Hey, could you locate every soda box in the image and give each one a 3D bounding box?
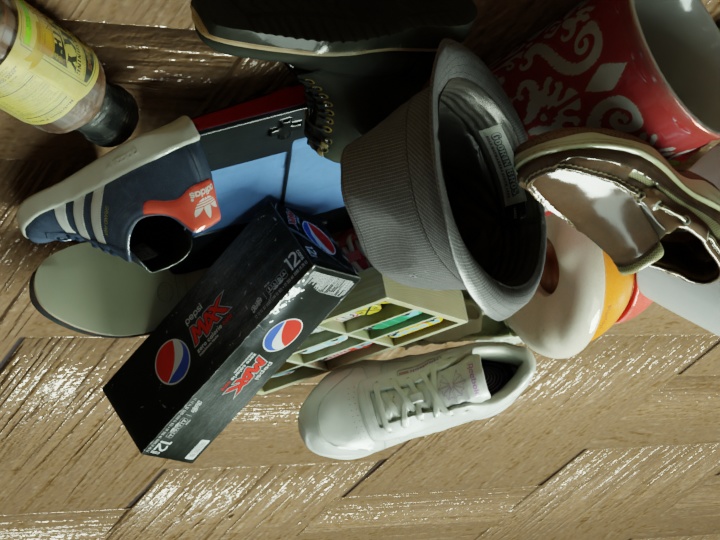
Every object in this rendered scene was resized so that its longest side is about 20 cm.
[{"bbox_3d":[-0.095,0.046,1.690,0.200,0.071,0.063,-47,147,18],"label":"soda box"}]

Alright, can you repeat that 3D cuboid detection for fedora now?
[{"bbox_3d":[0.047,-0.051,1.499,0.090,0.179,0.200,-11,165,23],"label":"fedora"}]

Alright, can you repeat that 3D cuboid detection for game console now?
[{"bbox_3d":[-0.053,-0.069,1.650,0.176,0.031,0.200,-20,156,-16],"label":"game console"}]

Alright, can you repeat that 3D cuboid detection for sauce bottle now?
[{"bbox_3d":[-0.199,-0.123,1.435,0.064,0.065,0.200,-24,160,14],"label":"sauce bottle"}]

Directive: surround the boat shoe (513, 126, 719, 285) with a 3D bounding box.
[{"bbox_3d":[0.182,-0.037,1.541,0.201,0.075,0.074,15,147,-42],"label":"boat shoe"}]

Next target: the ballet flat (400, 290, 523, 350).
[{"bbox_3d":[0.099,0.036,1.883,0.198,0.072,0.072,-7,154,-13],"label":"ballet flat"}]

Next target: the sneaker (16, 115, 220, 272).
[{"bbox_3d":[-0.163,-0.033,1.568,0.075,0.085,0.199,-27,-177,-36],"label":"sneaker"}]

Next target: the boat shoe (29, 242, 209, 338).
[{"bbox_3d":[-0.163,0.014,1.734,0.199,0.072,0.062,-3,178,-37],"label":"boat shoe"}]

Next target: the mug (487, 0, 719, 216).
[{"bbox_3d":[0.160,-0.105,1.628,0.199,0.135,0.177,-29,151,31],"label":"mug"}]

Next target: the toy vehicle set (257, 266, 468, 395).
[{"bbox_3d":[-0.033,0.047,1.773,0.199,0.027,0.124,-21,160,29],"label":"toy vehicle set"}]

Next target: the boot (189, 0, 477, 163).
[{"bbox_3d":[-0.031,-0.120,1.498,0.198,0.078,0.139,0,136,-30],"label":"boot"}]

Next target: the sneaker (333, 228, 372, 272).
[{"bbox_3d":[0.000,0.000,1.780,0.086,0.074,0.200,-8,158,-39],"label":"sneaker"}]

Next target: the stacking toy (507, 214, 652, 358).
[{"bbox_3d":[0.214,-0.015,1.835,0.198,0.147,0.146,-8,154,-29],"label":"stacking toy"}]

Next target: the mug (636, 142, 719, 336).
[{"bbox_3d":[0.322,-0.007,1.744,0.186,0.153,0.150,-23,140,-42],"label":"mug"}]

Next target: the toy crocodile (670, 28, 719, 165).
[{"bbox_3d":[0.257,-0.124,1.724,0.067,0.062,0.200,7,146,-41],"label":"toy crocodile"}]

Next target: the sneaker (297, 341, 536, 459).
[{"bbox_3d":[0.046,0.091,1.822,0.198,0.076,0.100,-16,173,-20],"label":"sneaker"}]
